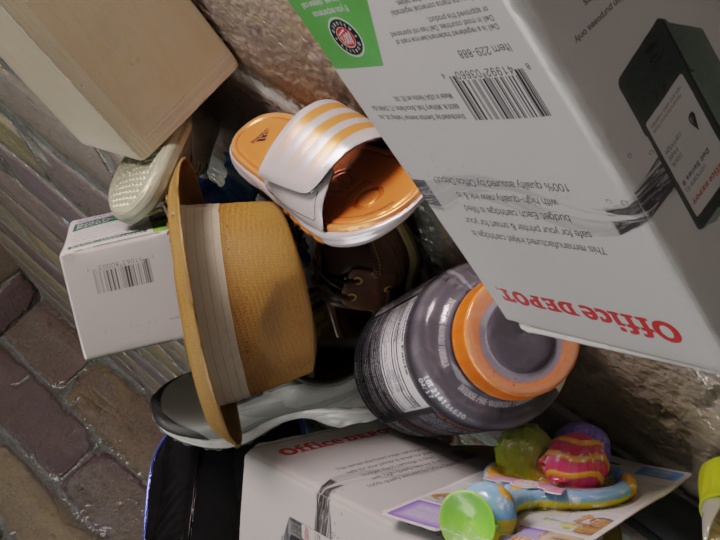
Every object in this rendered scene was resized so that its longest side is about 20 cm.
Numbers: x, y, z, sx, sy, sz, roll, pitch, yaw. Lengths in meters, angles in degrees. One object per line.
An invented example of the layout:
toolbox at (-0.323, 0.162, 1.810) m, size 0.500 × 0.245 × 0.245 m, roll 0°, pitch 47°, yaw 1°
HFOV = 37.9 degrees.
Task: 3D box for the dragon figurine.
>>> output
dragon figurine at (-0.119, -0.062, 0.917) m, size 0.200 × 0.099 × 0.059 m, roll 55°, pitch 168°, yaw 32°

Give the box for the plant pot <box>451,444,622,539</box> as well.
plant pot at (0.123, 0.221, 0.822) m, size 0.200 × 0.142 × 0.200 m, roll 11°, pitch 105°, yaw 46°

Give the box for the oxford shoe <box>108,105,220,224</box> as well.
oxford shoe at (-0.144, -0.087, 0.804) m, size 0.058 × 0.075 × 0.200 m, roll 48°, pitch -162°, yaw -22°

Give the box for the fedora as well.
fedora at (-0.076, 0.017, 0.716) m, size 0.201 × 0.082 × 0.201 m, roll 170°, pitch 90°, yaw -88°

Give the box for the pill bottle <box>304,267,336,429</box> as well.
pill bottle at (-0.066, 0.105, 0.991) m, size 0.109 × 0.109 × 0.200 m, roll 3°, pitch 111°, yaw 65°

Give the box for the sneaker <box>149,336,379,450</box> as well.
sneaker at (-0.069, 0.085, 0.813) m, size 0.079 × 0.200 × 0.074 m, roll 71°, pitch -168°, yaw -49°

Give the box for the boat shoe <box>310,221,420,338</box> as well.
boat shoe at (0.000, 0.000, 0.777) m, size 0.072 × 0.068 × 0.200 m, roll 36°, pitch 160°, yaw 28°

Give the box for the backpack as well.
backpack at (-0.088, 0.215, 0.875) m, size 0.147 × 0.183 × 0.200 m, roll 44°, pitch -148°, yaw -50°

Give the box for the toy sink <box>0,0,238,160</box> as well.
toy sink at (-0.203, -0.191, 0.740) m, size 0.200 × 0.112 × 0.130 m, roll 50°, pitch 163°, yaw -31°

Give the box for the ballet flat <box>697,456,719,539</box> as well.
ballet flat at (0.225, 0.136, 0.573) m, size 0.067 × 0.067 × 0.200 m, roll 43°, pitch 163°, yaw 5°

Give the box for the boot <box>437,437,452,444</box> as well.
boot at (0.025, 0.128, 1.008) m, size 0.107 × 0.075 × 0.200 m, roll 43°, pitch 164°, yaw 25°

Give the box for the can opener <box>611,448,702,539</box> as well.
can opener at (0.227, 0.197, 0.719) m, size 0.200 × 0.066 × 0.053 m, roll 40°, pitch 164°, yaw 32°

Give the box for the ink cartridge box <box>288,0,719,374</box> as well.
ink cartridge box at (0.078, -0.065, 0.426) m, size 0.200 × 0.084 × 0.146 m, roll 53°, pitch 161°, yaw -24°

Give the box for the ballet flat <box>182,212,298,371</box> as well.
ballet flat at (-0.098, 0.032, 0.852) m, size 0.068 × 0.075 × 0.200 m, roll 10°, pitch 143°, yaw -22°

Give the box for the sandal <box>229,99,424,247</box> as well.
sandal at (-0.038, -0.076, 0.675) m, size 0.207 × 0.079 × 0.059 m, roll 28°, pitch 158°, yaw 48°

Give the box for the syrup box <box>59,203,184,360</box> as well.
syrup box at (-0.180, 0.001, 0.809) m, size 0.200 × 0.079 × 0.081 m, roll -142°, pitch 41°, yaw -73°

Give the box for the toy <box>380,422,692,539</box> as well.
toy at (0.115, 0.121, 0.644) m, size 0.115 × 0.200 × 0.047 m, roll 7°, pitch 101°, yaw 36°

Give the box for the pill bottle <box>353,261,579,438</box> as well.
pill bottle at (0.068, 0.053, 0.680) m, size 0.106 × 0.106 × 0.200 m, roll 46°, pitch 163°, yaw -3°

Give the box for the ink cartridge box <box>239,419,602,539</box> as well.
ink cartridge box at (0.035, 0.174, 0.694) m, size 0.200 × 0.144 × 0.084 m, roll 17°, pitch 105°, yaw 44°
